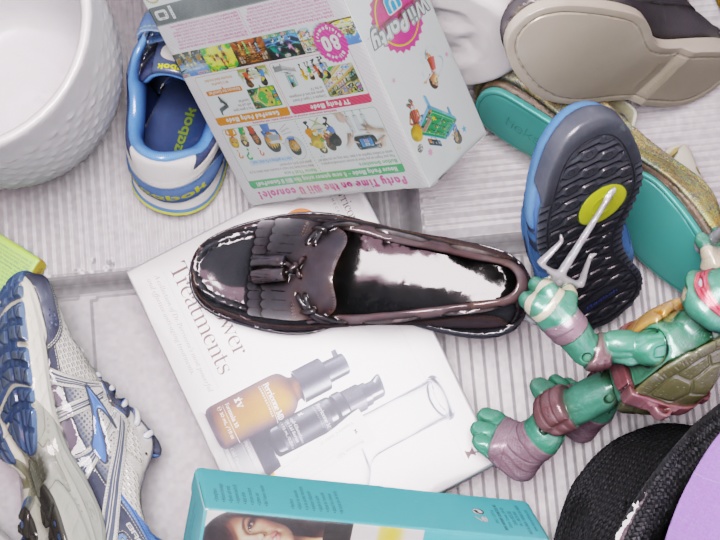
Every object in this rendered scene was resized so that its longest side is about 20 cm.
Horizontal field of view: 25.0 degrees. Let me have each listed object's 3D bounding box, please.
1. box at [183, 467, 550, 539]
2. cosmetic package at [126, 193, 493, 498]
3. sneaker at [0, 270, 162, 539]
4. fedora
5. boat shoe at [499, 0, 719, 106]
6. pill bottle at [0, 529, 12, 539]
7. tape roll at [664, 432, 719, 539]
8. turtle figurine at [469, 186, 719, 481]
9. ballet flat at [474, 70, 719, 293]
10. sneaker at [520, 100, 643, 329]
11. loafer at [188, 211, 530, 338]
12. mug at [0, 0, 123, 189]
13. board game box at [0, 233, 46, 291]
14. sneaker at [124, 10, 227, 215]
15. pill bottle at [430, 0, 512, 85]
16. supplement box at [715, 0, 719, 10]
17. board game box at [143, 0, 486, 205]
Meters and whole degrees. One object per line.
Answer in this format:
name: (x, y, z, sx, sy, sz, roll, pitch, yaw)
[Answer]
box: (0.000, 0.166, 0.906, 0.198, 0.049, 0.083, 7, 107, -14)
cosmetic package: (-0.029, 0.058, 0.964, 0.150, 0.052, 0.201, -27, 82, -3)
sneaker: (-0.167, 0.097, 0.956, 0.085, 0.077, 0.202, -6, 75, -39)
fedora: (0.168, 0.155, 0.905, 0.091, 0.200, 0.202, 18, 81, 48)
boat shoe: (0.139, -0.139, 0.926, 0.073, 0.199, 0.063, -43, 61, 34)
pill bottle: (-0.272, 0.236, 0.922, 0.200, 0.111, 0.111, -40, 82, -3)
tape roll: (0.244, 0.163, 0.865, 0.065, 0.199, 0.202, 19, 82, 48)
turtle figurine: (0.148, 0.035, 0.876, 0.149, 0.200, 0.101, -1, 55, -37)
ballet flat: (0.158, -0.064, 0.966, 0.200, 0.071, 0.071, 40, 86, 6)
sneaker: (0.112, -0.041, 0.896, 0.065, 0.201, 0.079, -26, 61, -3)
loafer: (0.000, 0.000, 0.914, 0.198, 0.063, 0.073, 4, 81, 1)
mug: (-0.210, -0.146, 0.936, 0.146, 0.175, 0.202, -6, 82, 2)
board game box: (-0.284, 0.056, 0.989, 0.095, 0.030, 0.201, 31, 82, 7)
sneaker: (-0.098, -0.137, 0.977, 0.073, 0.082, 0.202, 7, 81, 5)
pill bottle: (0.059, -0.220, 0.952, 0.109, 0.111, 0.202, 10, 67, 4)
supplement box: (0.265, -0.225, 0.909, 0.132, 0.200, 0.199, -21, 82, 0)
board game box: (-0.038, -0.139, 0.884, 0.064, 0.147, 0.201, -44, 118, -38)
